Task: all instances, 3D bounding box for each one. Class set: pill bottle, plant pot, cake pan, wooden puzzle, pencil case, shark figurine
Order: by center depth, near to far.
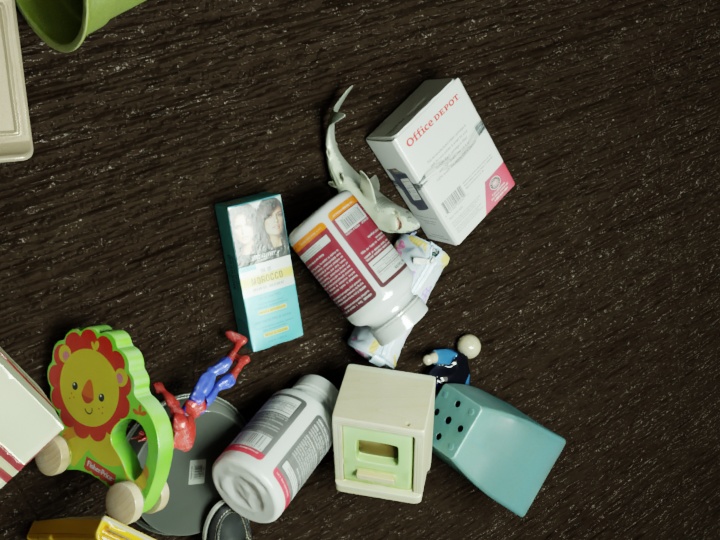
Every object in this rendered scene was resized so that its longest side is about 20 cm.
[{"bbox_3d":[-0.466,-0.215,0.904,0.182,0.037,0.204,-10,99,-29],"label":"wooden puzzle"},{"bbox_3d":[-0.277,-0.370,0.915,0.189,0.198,0.203,-32,114,-35],"label":"plant pot"},{"bbox_3d":[-0.103,0.234,1.128,0.200,0.109,0.112,-47,122,-46],"label":"pill bottle"},{"bbox_3d":[-0.232,0.270,1.129,0.197,0.037,0.204,-6,101,-31],"label":"cake pan"},{"bbox_3d":[0.000,0.000,1.139,0.113,0.113,0.201,-38,92,-20],"label":"pill bottle"},{"bbox_3d":[-0.002,-0.141,1.189,0.089,0.127,0.216,-38,100,-47],"label":"shark figurine"},{"bbox_3d":[0.058,0.046,1.235,0.083,0.090,0.202,32,82,-32],"label":"pencil case"},{"bbox_3d":[0.192,0.268,1.302,0.199,0.141,0.143,33,87,-40],"label":"plant pot"}]

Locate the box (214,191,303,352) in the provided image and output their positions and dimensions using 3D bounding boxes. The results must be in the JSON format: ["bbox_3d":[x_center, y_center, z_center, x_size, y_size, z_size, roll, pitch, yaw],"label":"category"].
[{"bbox_3d":[-0.137,0.001,1.132,0.081,0.049,0.204,-17,107,-28],"label":"box"}]

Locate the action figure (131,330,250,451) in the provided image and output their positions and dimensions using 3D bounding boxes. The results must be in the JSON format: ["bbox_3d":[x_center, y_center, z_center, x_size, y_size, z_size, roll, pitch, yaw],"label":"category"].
[{"bbox_3d":[-0.230,0.161,1.072,0.201,0.097,0.066,-62,156,-46],"label":"action figure"}]

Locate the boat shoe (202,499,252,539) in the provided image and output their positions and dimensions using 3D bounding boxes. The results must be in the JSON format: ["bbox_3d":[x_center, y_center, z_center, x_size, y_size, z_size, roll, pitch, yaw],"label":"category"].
[{"bbox_3d":[-0.177,0.407,1.147,0.073,0.060,0.203,-11,119,-35],"label":"boat shoe"}]

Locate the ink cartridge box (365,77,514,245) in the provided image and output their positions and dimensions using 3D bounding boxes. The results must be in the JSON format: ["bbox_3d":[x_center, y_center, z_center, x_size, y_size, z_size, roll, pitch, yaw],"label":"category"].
[{"bbox_3d":[0.122,-0.164,1.240,0.145,0.084,0.201,-45,119,-17],"label":"ink cartridge box"}]

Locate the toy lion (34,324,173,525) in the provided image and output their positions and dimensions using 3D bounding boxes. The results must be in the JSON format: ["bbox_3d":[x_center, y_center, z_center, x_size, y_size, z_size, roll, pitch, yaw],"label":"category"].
[{"bbox_3d":[-0.301,0.170,0.987,0.068,0.198,0.195,-2,113,-63],"label":"toy lion"}]

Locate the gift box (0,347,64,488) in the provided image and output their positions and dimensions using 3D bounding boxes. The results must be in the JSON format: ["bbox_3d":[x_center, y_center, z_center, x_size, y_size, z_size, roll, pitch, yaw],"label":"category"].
[{"bbox_3d":[-0.443,0.138,0.887,0.185,0.199,0.188,-46,117,-21],"label":"gift box"}]

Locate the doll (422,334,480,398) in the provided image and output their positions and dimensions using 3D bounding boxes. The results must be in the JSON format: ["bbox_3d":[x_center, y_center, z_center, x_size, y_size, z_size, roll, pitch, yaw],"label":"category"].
[{"bbox_3d":[0.127,0.181,1.324,0.200,0.048,0.137,-47,128,-17],"label":"doll"}]

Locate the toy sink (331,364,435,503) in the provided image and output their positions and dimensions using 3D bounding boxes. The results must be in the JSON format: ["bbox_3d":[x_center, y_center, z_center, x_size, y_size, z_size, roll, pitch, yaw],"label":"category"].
[{"bbox_3d":[0.034,0.250,1.178,0.113,0.128,0.202,-71,165,-49],"label":"toy sink"}]

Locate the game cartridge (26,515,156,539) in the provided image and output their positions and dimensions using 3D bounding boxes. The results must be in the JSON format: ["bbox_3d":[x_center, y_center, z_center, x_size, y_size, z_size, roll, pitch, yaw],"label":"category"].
[{"bbox_3d":[-0.295,0.351,1.014,0.176,0.198,0.033,39,51,-30],"label":"game cartridge"}]
